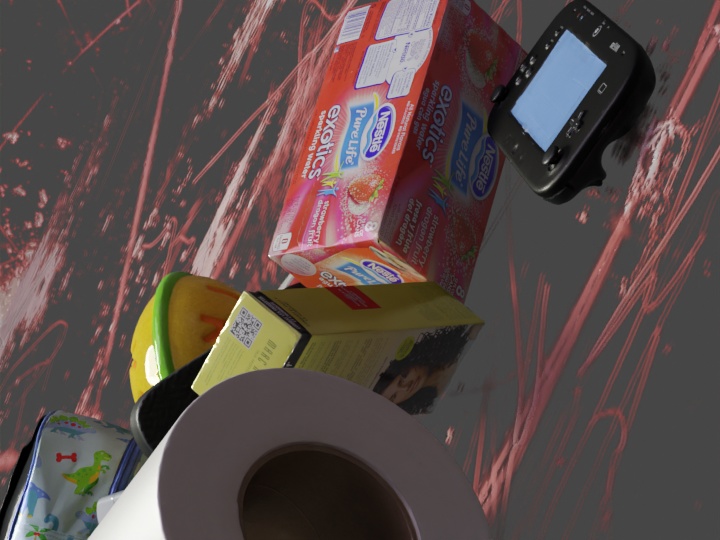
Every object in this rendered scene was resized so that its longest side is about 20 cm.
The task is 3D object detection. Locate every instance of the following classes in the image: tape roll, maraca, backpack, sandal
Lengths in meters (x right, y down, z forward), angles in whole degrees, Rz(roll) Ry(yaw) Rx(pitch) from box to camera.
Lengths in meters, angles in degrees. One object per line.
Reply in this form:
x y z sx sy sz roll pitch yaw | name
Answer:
-0.044 0.173 1.437 0.139 0.202 0.203 -50 21 46 | tape roll
-0.104 0.096 1.888 0.107 0.137 0.201 -20 73 24 | maraca
-0.200 0.216 2.006 0.183 0.146 0.201 86 -164 -79 | backpack
-0.069 0.065 1.763 0.200 0.076 0.048 -28 -3 -24 | sandal

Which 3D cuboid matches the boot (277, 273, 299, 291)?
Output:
0.000 0.000 1.835 0.144 0.072 0.201 -39 27 58 | boot

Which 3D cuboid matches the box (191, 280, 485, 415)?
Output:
-0.009 0.049 1.573 0.200 0.050 0.075 -3 -52 -54 | box

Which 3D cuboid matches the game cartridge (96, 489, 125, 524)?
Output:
-0.077 0.134 1.707 0.200 0.133 0.042 -20 83 47 | game cartridge

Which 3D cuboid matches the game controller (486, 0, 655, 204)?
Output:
0.124 -0.105 1.595 0.105 0.042 0.200 -63 15 11 | game controller

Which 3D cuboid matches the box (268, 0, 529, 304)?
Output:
0.028 -0.075 1.733 0.099 0.095 0.201 -10 53 42 | box
